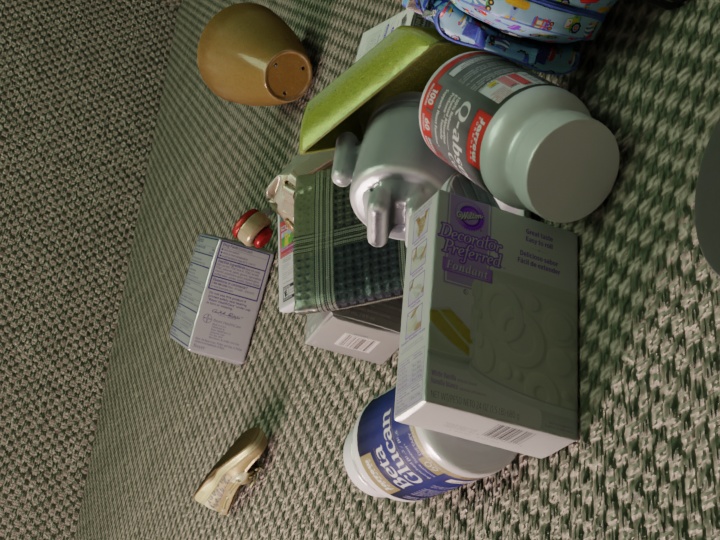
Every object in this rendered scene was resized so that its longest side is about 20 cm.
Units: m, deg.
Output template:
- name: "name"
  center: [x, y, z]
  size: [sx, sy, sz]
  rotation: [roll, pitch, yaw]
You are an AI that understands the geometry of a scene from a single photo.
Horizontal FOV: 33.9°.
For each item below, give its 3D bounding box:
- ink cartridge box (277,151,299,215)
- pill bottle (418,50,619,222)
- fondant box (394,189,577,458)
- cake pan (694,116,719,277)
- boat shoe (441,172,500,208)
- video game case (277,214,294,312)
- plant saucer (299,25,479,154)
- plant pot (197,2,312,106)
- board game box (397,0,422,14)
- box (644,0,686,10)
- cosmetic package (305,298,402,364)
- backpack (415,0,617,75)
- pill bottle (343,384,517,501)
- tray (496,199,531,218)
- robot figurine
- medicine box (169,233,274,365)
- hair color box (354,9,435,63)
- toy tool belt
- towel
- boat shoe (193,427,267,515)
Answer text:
- name: "ink cartridge box"
  center: [-0.056, -0.089, 1.731]
  size: [0.146, 0.048, 0.200]
  rotation: [-63, 38, 29]
- name: "pill bottle"
  center: [0.143, -0.124, 1.085]
  size: [0.200, 0.116, 0.116]
  rotation: [46, 118, 57]
- name: "fondant box"
  center: [0.111, 0.045, 1.010]
  size: [0.058, 0.144, 0.200]
  rotation: [135, 146, -54]
- name: "cake pan"
  center: [0.289, -0.066, 0.776]
  size: [0.200, 0.037, 0.201]
  rotation: [-164, 90, -71]
- name: "boat shoe"
  center: [0.100, -0.006, 1.128]
  size: [0.062, 0.072, 0.200]
  rotation: [-51, 32, 42]
- name: "video game case"
  center: [-0.062, -0.051, 1.667]
  size: [0.200, 0.023, 0.183]
  rotation: [-28, 59, 55]
- name: "plant saucer"
  center: [0.029, -0.213, 1.330]
  size: [0.200, 0.048, 0.200]
  rotation: [-37, -5, 23]
- name: "plant pot"
  center: [-0.171, -0.368, 2.109]
  size: [0.200, 0.186, 0.187]
  rotation: [38, 111, 55]
- name: "board game box"
  center: [0.113, -0.324, 1.285]
  size: [0.200, 0.159, 0.097]
  rotation: [-118, 47, -64]
- name: "box"
  center: [0.298, -0.318, 0.942]
  size: [0.200, 0.046, 0.159]
  rotation: [156, 128, -66]
- name: "cosmetic package"
  center: [0.000, 0.000, 1.413]
  size: [0.090, 0.107, 0.200]
  rotation: [132, 147, -52]
- name: "backpack"
  center: [0.150, -0.260, 1.084]
  size: [0.200, 0.182, 0.135]
  rotation: [-115, 43, -66]
- name: "pill bottle"
  center: [0.059, 0.157, 1.111]
  size: [0.200, 0.111, 0.111]
  rotation: [140, 142, -58]
- name: "tray"
  center: [0.139, 0.001, 1.156]
  size: [0.107, 0.022, 0.200]
  rotation: [-42, 36, 55]
- name: "robot figurine"
  center: [0.053, -0.113, 1.269]
  size: [0.113, 0.169, 0.200]
  rotation: [95, -173, -49]
- name: "medicine box"
  center: [-0.242, 0.045, 2.042]
  size: [0.182, 0.103, 0.200]
  rotation: [-167, 94, -71]
- name: "hair color box"
  center: [0.049, -0.274, 1.565]
  size: [0.200, 0.065, 0.110]
  rotation: [180, 106, -72]
- name: "toy tool belt"
  center: [-0.056, -0.081, 1.527]
  size: [0.200, 0.123, 0.125]
  rotation: [-47, -11, -6]
- name: "towel"
  center: [0.015, -0.047, 1.346]
  size: [0.192, 0.035, 0.200]
  rotation: [-12, 55, 17]
- name: "boat shoe"
  center: [-0.180, 0.298, 1.750]
  size: [0.200, 0.063, 0.073]
  rotation: [-48, 5, 46]
